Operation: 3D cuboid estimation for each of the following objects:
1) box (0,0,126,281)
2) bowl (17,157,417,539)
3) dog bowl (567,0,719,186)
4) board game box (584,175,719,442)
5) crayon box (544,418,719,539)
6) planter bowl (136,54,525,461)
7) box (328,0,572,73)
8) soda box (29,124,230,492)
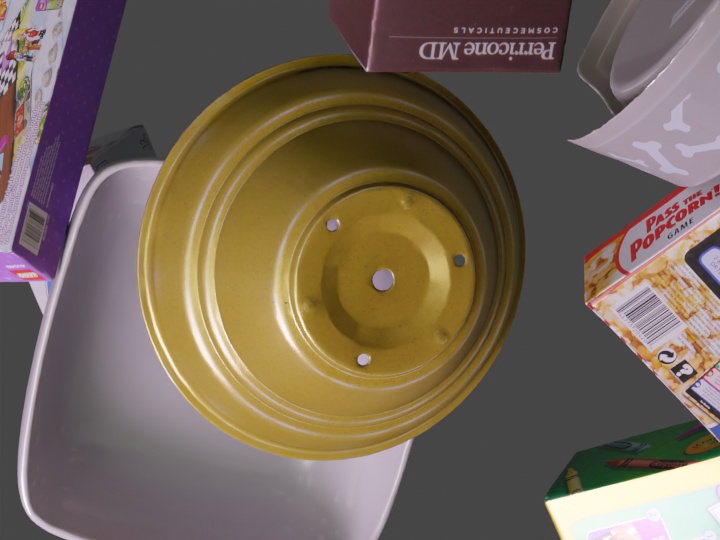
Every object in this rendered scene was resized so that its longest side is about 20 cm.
[{"bbox_3d":[-0.190,-0.091,1.426,0.137,0.039,0.201,-1,66,34],"label":"box"},{"bbox_3d":[-0.070,0.046,1.439,0.199,0.075,0.201,11,96,-18],"label":"bowl"},{"bbox_3d":[0.167,-0.123,1.246,0.059,0.200,0.200,33,122,-9],"label":"dog bowl"},{"bbox_3d":[0.221,-0.001,1.253,0.200,0.046,0.152,-37,111,21],"label":"board game box"},{"bbox_3d":[0.188,0.176,1.438,0.119,0.058,0.200,-17,103,29],"label":"crayon box"},{"bbox_3d":[0.000,0.000,1.369,0.200,0.083,0.201,-3,99,-18],"label":"planter bowl"},{"bbox_3d":[0.050,-0.194,1.311,0.100,0.075,0.201,-1,119,-16],"label":"box"},{"bbox_3d":[-0.117,0.031,1.513,0.068,0.064,0.200,-15,104,29],"label":"soda box"}]
